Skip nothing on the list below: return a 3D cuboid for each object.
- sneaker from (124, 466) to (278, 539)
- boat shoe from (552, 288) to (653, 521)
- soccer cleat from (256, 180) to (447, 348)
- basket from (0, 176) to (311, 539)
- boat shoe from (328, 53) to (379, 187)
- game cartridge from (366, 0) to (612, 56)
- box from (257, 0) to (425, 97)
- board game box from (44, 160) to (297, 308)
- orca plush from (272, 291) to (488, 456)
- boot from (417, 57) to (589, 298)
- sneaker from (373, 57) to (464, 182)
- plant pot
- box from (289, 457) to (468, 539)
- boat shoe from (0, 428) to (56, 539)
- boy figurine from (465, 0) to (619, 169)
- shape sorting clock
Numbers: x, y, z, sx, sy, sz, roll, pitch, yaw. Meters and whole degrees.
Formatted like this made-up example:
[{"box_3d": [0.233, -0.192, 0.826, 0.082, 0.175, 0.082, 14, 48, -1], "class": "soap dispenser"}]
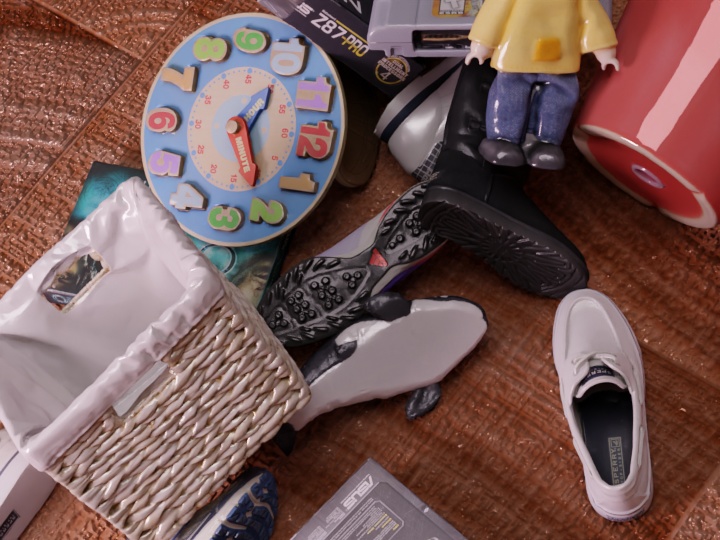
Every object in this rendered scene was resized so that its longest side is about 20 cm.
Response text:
[{"box_3d": [-0.148, 0.224, 1.599, 0.085, 0.077, 0.200, 32, 72, 31], "class": "sneaker"}, {"box_3d": [0.193, 0.094, 1.599, 0.073, 0.065, 0.201, -15, 59, 4], "class": "boat shoe"}, {"box_3d": [0.000, 0.000, 1.698, 0.200, 0.073, 0.068, -37, 84, -4], "class": "soccer cleat"}, {"box_3d": [-0.171, 0.073, 1.585, 0.198, 0.161, 0.200, -44, 34, 1], "class": "basket"}, {"box_3d": [-0.037, -0.157, 1.803, 0.072, 0.072, 0.201, -26, 65, 33], "class": "boat shoe"}, {"box_3d": [0.110, -0.229, 1.686, 0.198, 0.042, 0.134, 0, 47, 8], "class": "game cartridge"}, {"box_3d": [-0.025, -0.261, 1.770, 0.049, 0.161, 0.201, -42, 34, 27], "class": "box"}, {"box_3d": [-0.164, -0.017, 1.765, 0.198, 0.028, 0.136, 10, 63, 18], "class": "board game box"}, {"box_3d": [0.008, 0.079, 1.668, 0.200, 0.071, 0.105, -42, 105, -1], "class": "orca plush"}, {"box_3d": [0.140, -0.097, 1.691, 0.164, 0.066, 0.201, 31, 55, -21], "class": "boot"}, {"box_3d": [0.105, -0.156, 1.768, 0.200, 0.076, 0.081, -41, 79, -11], "class": "sneaker"}, {"box_3d": [0.277, -0.146, 1.657, 0.200, 0.200, 0.178, 30, 81, 26], "class": "plant pot"}, {"box_3d": [-0.001, 0.266, 1.556, 0.158, 0.048, 0.200, 37, 75, 27], "class": "box"}, {"box_3d": [-0.328, 0.212, 1.648, 0.065, 0.072, 0.201, 24, 68, 28], "class": "boat shoe"}, {"box_3d": [0.147, -0.182, 1.589, 0.123, 0.202, 0.064, 8, 16, -7], "class": "boy figurine"}, {"box_3d": [-0.102, -0.120, 1.733, 0.198, 0.039, 0.202, -2, 84, 21], "class": "shape sorting clock"}]
